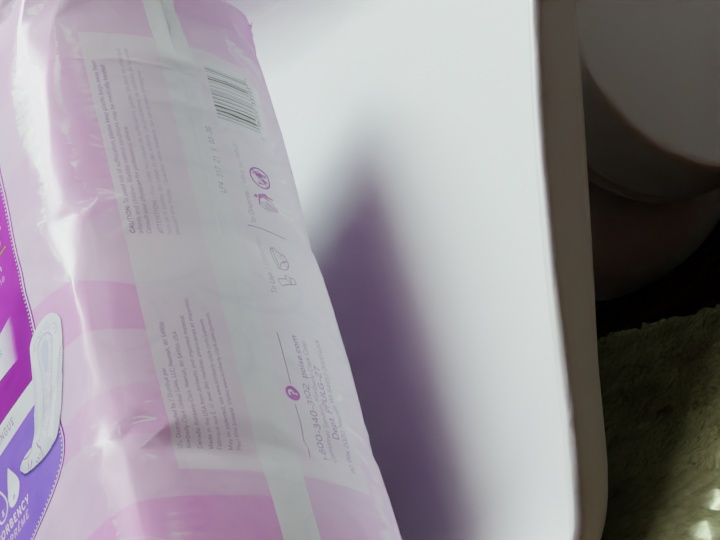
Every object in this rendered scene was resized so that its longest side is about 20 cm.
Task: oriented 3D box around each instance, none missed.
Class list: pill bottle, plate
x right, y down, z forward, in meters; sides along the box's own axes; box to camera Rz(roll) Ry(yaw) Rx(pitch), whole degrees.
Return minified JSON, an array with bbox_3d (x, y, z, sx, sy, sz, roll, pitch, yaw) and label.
[{"bbox_3d":[0.032,-0.036,0.795,0.200,0.111,0.111,-29,27,55],"label":"pill bottle"},{"bbox_3d":[0.000,0.000,0.693,0.200,0.032,0.200,-31,55,53],"label":"plate"}]

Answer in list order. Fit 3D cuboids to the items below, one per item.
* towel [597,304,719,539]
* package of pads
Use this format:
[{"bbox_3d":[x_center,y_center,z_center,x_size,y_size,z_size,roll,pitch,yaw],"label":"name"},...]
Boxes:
[{"bbox_3d":[0.041,0.074,0.664,0.148,0.036,0.200,-57,15,-24],"label":"towel"},{"bbox_3d":[-0.056,0.039,0.673,0.121,0.076,0.200,-52,40,37],"label":"package of pads"}]
